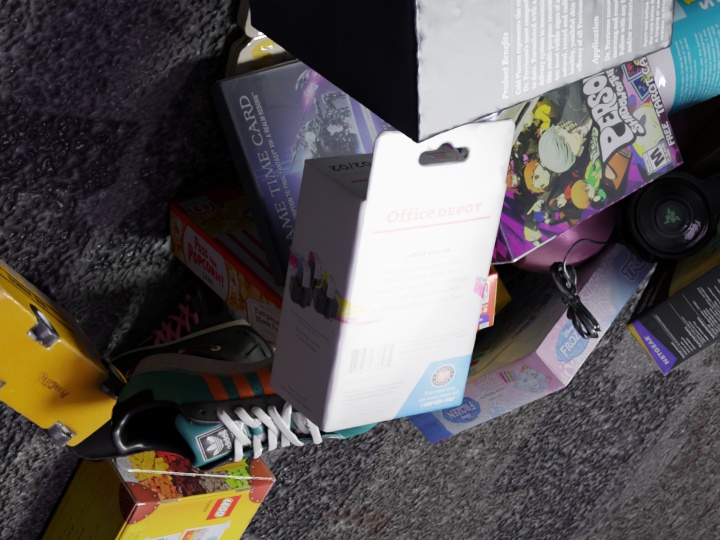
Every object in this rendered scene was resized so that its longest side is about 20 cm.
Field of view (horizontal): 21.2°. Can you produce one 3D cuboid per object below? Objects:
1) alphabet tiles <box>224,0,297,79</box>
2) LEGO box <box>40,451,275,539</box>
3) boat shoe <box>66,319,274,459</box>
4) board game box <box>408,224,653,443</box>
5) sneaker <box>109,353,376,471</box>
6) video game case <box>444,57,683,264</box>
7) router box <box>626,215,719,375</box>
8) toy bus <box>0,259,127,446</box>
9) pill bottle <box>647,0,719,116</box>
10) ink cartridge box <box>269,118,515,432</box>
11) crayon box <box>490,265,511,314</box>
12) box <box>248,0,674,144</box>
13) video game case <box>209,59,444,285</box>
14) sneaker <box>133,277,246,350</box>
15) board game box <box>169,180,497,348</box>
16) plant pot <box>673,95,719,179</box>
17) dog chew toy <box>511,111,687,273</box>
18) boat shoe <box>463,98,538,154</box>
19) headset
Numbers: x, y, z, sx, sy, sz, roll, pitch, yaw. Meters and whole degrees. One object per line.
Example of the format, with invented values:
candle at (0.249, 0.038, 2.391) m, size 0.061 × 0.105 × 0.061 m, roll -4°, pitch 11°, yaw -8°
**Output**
alphabet tiles at (-0.001, -0.181, 1.337) m, size 0.199 × 0.015 × 0.197 m, roll -17°, pitch 143°, yaw -31°
LEGO box at (-0.184, 0.226, 1.617) m, size 0.148 × 0.077 × 0.201 m, roll -3°, pitch 134°, yaw -44°
boat shoe at (-0.151, 0.096, 1.434) m, size 0.200 × 0.074 × 0.063 m, roll -24°, pitch -168°, yaw 30°
board game box at (0.151, 0.043, 1.603) m, size 0.200 × 0.043 × 0.199 m, roll -49°, pitch -171°, yaw -34°
sneaker at (-0.080, 0.104, 1.324) m, size 0.080 × 0.198 × 0.072 m, roll -64°, pitch 145°, yaw -50°
video game case at (0.129, -0.132, 1.366) m, size 0.180 × 0.202 × 0.036 m, roll -28°, pitch -167°, yaw -30°
router box at (0.299, -0.016, 1.494) m, size 0.157 × 0.052 × 0.200 m, roll -38°, pitch -174°, yaw 28°
toy bus at (-0.235, 0.052, 1.335) m, size 0.065 × 0.078 × 0.200 m, roll -39°, pitch 149°, yaw 1°
pill bottle at (0.240, -0.180, 1.497) m, size 0.199 × 0.111 × 0.111 m, roll -24°, pitch 147°, yaw -23°
ink cartridge box at (0.019, -0.009, 1.204) m, size 0.114 × 0.068 × 0.202 m, roll -8°, pitch 120°, yaw -36°
crayon box at (0.002, 0.065, 1.565) m, size 0.171 × 0.059 × 0.200 m, roll -15°, pitch 161°, yaw -33°
box at (0.058, -0.196, 1.176) m, size 0.195 × 0.200 × 0.125 m, roll -21°, pitch 127°, yaw -26°
video game case at (0.005, -0.085, 1.333) m, size 0.199 × 0.144 × 0.019 m, roll -18°, pitch 179°, yaw -28°
sneaker at (-0.129, 0.059, 1.474) m, size 0.094 × 0.079 × 0.201 m, roll 0°, pitch 131°, yaw -17°
board game box at (-0.022, -0.005, 1.361) m, size 0.151 × 0.200 × 0.047 m, roll -19°, pitch 129°, yaw -30°
plant pot at (0.315, -0.135, 1.595) m, size 0.200 × 0.027 × 0.200 m, roll -45°, pitch -171°, yaw 9°
dog chew toy at (0.185, -0.088, 1.560) m, size 0.199 × 0.124 × 0.125 m, roll -37°, pitch 150°, yaw -18°
boat shoe at (0.099, -0.152, 1.280) m, size 0.201 × 0.071 × 0.062 m, roll -58°, pitch 145°, yaw -39°
headset at (0.239, -0.028, 1.471) m, size 0.199 × 0.095 × 0.124 m, roll -25°, pitch 179°, yaw -4°
